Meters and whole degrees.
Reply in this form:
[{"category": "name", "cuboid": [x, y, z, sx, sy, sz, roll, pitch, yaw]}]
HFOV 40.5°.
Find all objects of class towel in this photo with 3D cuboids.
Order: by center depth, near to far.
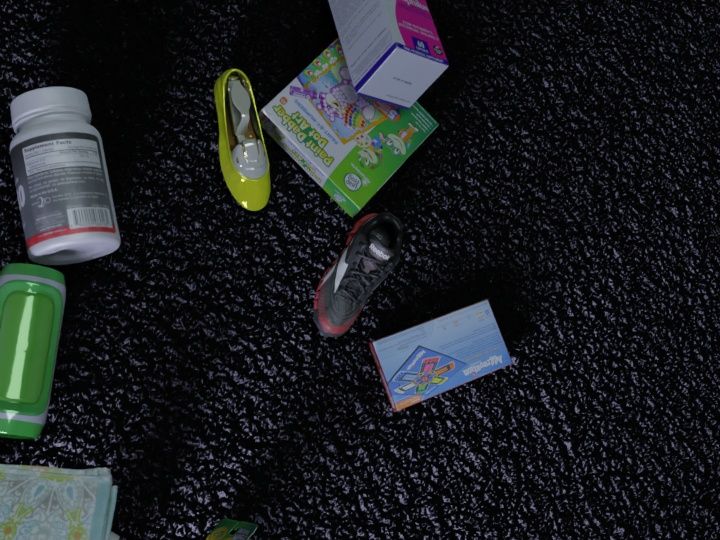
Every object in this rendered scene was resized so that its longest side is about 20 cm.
[{"category": "towel", "cuboid": [-0.375, 0.316, 1.108, 0.170, 0.048, 0.201, 4, 56, -4]}]

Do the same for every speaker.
[{"category": "speaker", "cuboid": [-0.408, 0.097, 1.171, 0.088, 0.088, 0.201, 10, 74, -18]}]

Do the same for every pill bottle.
[{"category": "pill bottle", "cuboid": [-0.373, -0.117, 1.220, 0.113, 0.114, 0.201, -9, 80, -22]}]

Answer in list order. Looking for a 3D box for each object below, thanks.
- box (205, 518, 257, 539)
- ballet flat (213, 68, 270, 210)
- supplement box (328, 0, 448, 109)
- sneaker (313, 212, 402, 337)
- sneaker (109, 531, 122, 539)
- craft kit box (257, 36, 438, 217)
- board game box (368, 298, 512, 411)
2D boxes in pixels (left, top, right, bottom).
[{"category": "box", "cuboid": [-0.176, 0.398, 1.168, 0.048, 0.117, 0.201, 31, 68, -24]}, {"category": "ballet flat", "cuboid": [-0.162, -0.184, 1.342, 0.066, 0.067, 0.201, -8, 80, -23]}, {"category": "supplement box", "cuboid": [0.035, -0.348, 1.397, 0.101, 0.103, 0.201, 9, 53, -38]}, {"category": "sneaker", "cuboid": [0.000, 0.000, 1.344, 0.071, 0.098, 0.201, 34, 69, -12]}, {"category": "sneaker", "cuboid": [-0.321, 0.409, 1.133, 0.084, 0.075, 0.200, 36, 67, -4]}, {"category": "craft kit box", "cuboid": [-0.017, -0.216, 1.420, 0.200, 0.048, 0.198, 44, 69, -6]}, {"category": "board game box", "cuboid": [0.117, 0.120, 1.401, 0.199, 0.019, 0.104, -18, 83, -24]}]
